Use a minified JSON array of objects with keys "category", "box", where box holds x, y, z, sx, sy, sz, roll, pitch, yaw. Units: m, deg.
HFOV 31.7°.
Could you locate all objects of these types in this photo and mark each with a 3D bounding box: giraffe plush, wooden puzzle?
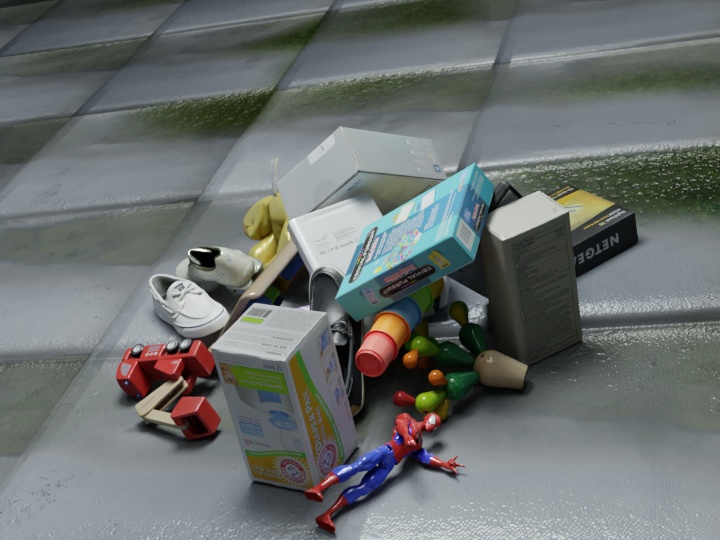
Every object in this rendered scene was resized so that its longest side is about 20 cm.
[{"category":"giraffe plush","box":[-0.077,-0.066,1.997,0.160,0.203,0.172,5,9,-35]},{"category":"wooden puzzle","box":[-0.146,0.052,1.822,0.046,0.200,0.186,37,41,-1]}]

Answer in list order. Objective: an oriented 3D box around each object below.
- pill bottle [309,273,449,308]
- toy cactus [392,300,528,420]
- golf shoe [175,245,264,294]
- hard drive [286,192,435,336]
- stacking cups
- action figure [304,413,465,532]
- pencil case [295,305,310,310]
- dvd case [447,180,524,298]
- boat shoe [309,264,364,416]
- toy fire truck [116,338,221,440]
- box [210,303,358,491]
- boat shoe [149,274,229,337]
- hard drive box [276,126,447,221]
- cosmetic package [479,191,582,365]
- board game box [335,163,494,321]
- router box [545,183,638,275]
[{"category":"pill bottle","box":[0.027,-0.002,1.817,0.197,0.113,0.112,0,29,0]},{"category":"toy cactus","box":[0.130,0.124,1.630,0.163,0.103,0.200,15,33,11]},{"category":"golf shoe","box":[-0.240,-0.012,1.977,0.198,0.097,0.079,-3,59,46]},{"category":"hard drive","box":[0.000,0.000,1.729,0.131,0.027,0.202,-20,69,-22]},{"category":"stacking cups","box":[0.044,0.063,1.622,0.060,0.061,0.200,3,32,28]},{"category":"action figure","box":[0.040,0.230,1.484,0.199,0.066,0.098,-36,27,-33]},{"category":"pencil case","box":[-0.067,0.093,1.718,0.198,0.085,0.086,-13,47,-33]},{"category":"dvd case","box":[0.181,-0.038,1.712,0.017,0.200,0.143,38,95,24]},{"category":"boat shoe","box":[-0.036,0.089,1.641,0.074,0.203,0.062,-12,-13,24]},{"category":"toy fire truck","box":[-0.266,0.164,1.743,0.198,0.049,0.142,-7,43,32]},{"category":"box","box":[-0.088,0.155,1.532,0.111,0.202,0.101,7,35,30]},{"category":"boat shoe","box":[-0.269,0.049,1.925,0.073,0.066,0.199,-37,28,-28]},{"category":"hard drive box","box":[0.004,-0.129,1.860,0.199,0.078,0.155,1,-30,-48]},{"category":"cosmetic package","box":[0.220,0.013,1.643,0.102,0.202,0.073,-22,32,-17]},{"category":"board game box","box":[0.070,-0.035,1.618,0.199,0.047,0.152,-29,26,36]},{"category":"router box","box":[0.285,-0.048,1.881,0.198,0.053,0.157,-27,32,-22]}]
